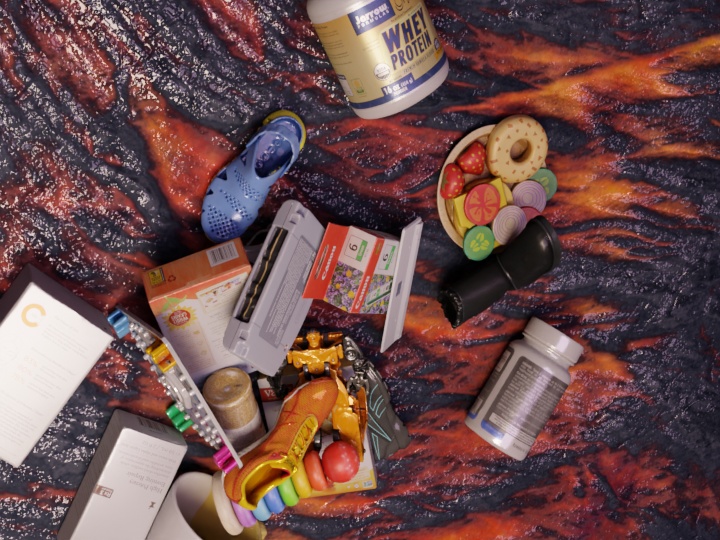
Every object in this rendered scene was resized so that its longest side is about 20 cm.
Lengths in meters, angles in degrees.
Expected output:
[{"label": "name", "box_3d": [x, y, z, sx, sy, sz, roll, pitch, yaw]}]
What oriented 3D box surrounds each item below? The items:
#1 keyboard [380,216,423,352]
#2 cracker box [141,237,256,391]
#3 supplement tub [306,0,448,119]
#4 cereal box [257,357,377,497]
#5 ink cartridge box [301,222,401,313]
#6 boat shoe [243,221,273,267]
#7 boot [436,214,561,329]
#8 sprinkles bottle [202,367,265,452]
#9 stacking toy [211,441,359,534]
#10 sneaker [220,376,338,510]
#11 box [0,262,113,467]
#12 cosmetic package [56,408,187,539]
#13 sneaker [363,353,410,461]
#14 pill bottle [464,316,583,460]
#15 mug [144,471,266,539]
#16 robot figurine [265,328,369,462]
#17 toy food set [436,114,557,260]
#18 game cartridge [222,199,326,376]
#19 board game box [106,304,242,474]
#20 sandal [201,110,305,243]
[{"label": "keyboard", "box_3d": [0.058, 0.023, 1.369, 0.056, 0.011, 0.204, -30, 136, -50]}, {"label": "cracker box", "box_3d": [-0.190, 0.063, 1.235, 0.131, 0.058, 0.202, -20, 138, -9]}, {"label": "supplement tub", "box_3d": [0.016, -0.316, 1.225, 0.143, 0.144, 0.202, -33, 115, -11]}, {"label": "cereal box", "box_3d": [-0.060, 0.229, 1.374, 0.141, 0.040, 0.204, -9, 110, 6]}, {"label": "ink cartridge box", "box_3d": [0.000, 0.000, 1.296, 0.199, 0.050, 0.111, 6, 106, -66]}, {"label": "boat shoe", "box_3d": [-0.101, -0.030, 1.292, 0.198, 0.074, 0.088, 11, 101, -27]}, {"label": "boot", "box_3d": [0.195, 0.007, 1.375, 0.160, 0.199, 0.074, -27, 75, -12]}, {"label": "sprinkles bottle", "box_3d": [-0.162, 0.224, 1.303, 0.067, 0.068, 0.203, -24, 134, -15]}, {"label": "stacking toy", "box_3d": [-0.095, 0.279, 1.270, 0.196, 0.086, 0.087, -21, 113, 1]}, {"label": "sneaker", "box_3d": [-0.090, 0.224, 1.219, 0.201, 0.077, 0.073, -50, 132, -13]}, {"label": "box", "box_3d": [-0.419, 0.116, 1.180, 0.124, 0.097, 0.201, 38, 88, -27]}, {"label": "cosmetic package", "box_3d": [-0.324, 0.302, 1.289, 0.100, 0.074, 0.203, 23, 93, -27]}, {"label": "sneaker", "box_3d": [0.008, 0.201, 1.405, 0.078, 0.075, 0.203, -30, 114, -10]}, {"label": "pill bottle", "box_3d": [0.258, 0.182, 1.487, 0.113, 0.114, 0.202, 31, 91, -27]}, {"label": "mug", "box_3d": [-0.224, 0.397, 1.319, 0.185, 0.150, 0.154, 33, 106, -23]}, {"label": "robot figurine", "box_3d": [-0.053, 0.169, 1.299, 0.142, 0.058, 0.204, -5, 110, 3]}, {"label": "toy food set", "box_3d": [0.205, -0.117, 1.417, 0.197, 0.049, 0.201, -26, 113, -16]}, {"label": "game cartridge", "box_3d": [-0.101, 0.026, 1.207, 0.203, 0.040, 0.133, -67, 153, -13]}, {"label": "board game box", "box_3d": [-0.240, 0.150, 1.209, 0.026, 0.199, 0.203, -35, 115, -21]}, {"label": "sandal", "box_3d": [-0.141, -0.124, 1.237, 0.079, 0.087, 0.202, 33, 89, -13]}]
